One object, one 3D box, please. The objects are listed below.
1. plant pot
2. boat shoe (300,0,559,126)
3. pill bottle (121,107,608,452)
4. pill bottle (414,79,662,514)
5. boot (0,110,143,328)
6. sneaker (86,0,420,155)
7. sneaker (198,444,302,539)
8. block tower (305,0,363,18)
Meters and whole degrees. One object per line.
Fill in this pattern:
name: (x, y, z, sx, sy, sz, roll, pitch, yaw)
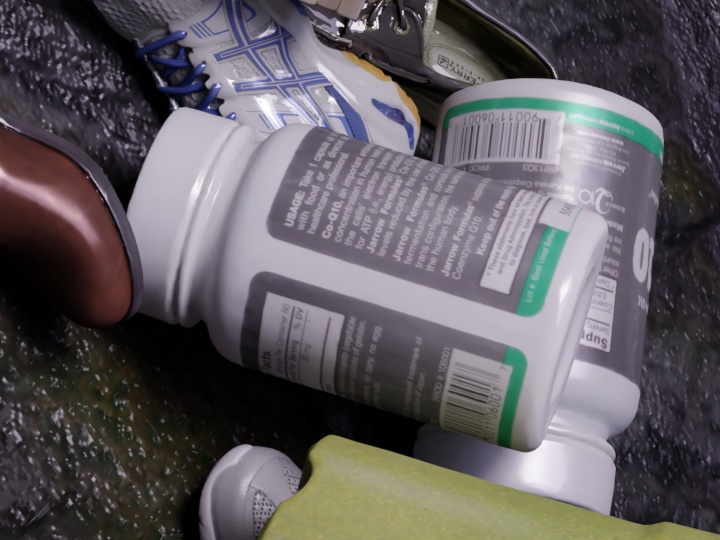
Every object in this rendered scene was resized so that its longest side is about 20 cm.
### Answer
plant pot: (0.042, 0.162, 1.187, 0.184, 0.201, 0.201, 24, 51, 9)
boat shoe: (0.016, -0.127, 1.430, 0.201, 0.066, 0.072, 26, 58, -34)
pill bottle: (0.000, 0.000, 1.273, 0.200, 0.113, 0.113, 18, 54, 8)
pill bottle: (0.082, 0.018, 1.389, 0.113, 0.113, 0.200, 20, 71, -37)
boot: (-0.201, -0.009, 1.182, 0.188, 0.068, 0.200, 56, 47, -13)
sneaker: (-0.055, -0.082, 1.342, 0.200, 0.075, 0.088, 34, 60, -26)
sneaker: (0.005, 0.157, 1.303, 0.200, 0.082, 0.075, 54, 46, -14)
block tower: (-0.075, -0.176, 1.276, 0.200, 0.058, 0.054, 18, 37, -10)
